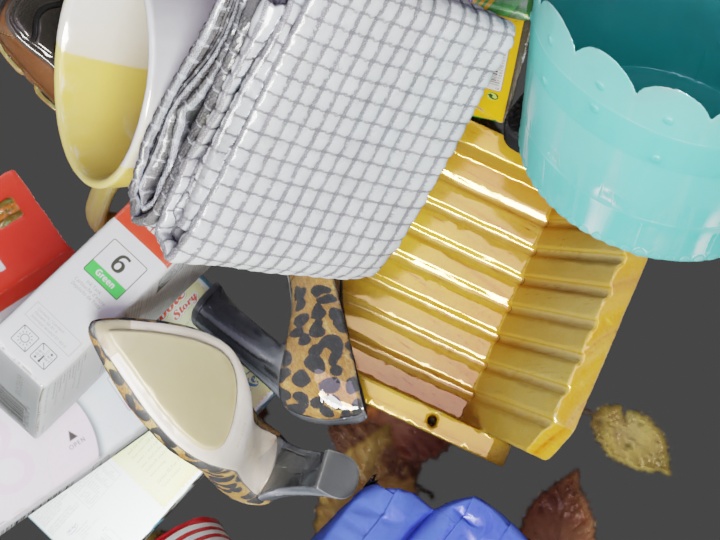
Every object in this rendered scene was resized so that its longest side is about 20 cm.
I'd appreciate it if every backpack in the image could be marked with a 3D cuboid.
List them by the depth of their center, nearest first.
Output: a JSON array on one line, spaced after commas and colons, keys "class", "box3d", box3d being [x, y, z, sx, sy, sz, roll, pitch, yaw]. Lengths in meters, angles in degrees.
[{"class": "backpack", "box3d": [0.034, 0.225, 1.091, 0.168, 0.200, 0.162, 43, 72, 8]}]

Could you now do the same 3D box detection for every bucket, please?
[{"class": "bucket", "box3d": [0.191, -0.116, 1.028, 0.205, 0.136, 0.209, 5, 48, -5]}]

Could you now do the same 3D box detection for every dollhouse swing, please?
[{"class": "dollhouse swing", "box3d": [0.072, 0.008, 1.119, 0.180, 0.176, 0.202, 24, 87, 2]}]

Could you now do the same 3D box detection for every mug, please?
[{"class": "mug", "box3d": [-0.105, -0.119, 1.100, 0.152, 0.186, 0.151, 0, 70, -32]}]

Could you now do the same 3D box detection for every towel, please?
[{"class": "towel", "box3d": [-0.028, -0.096, 1.002, 0.086, 0.164, 0.201, 48, 119, 41]}]

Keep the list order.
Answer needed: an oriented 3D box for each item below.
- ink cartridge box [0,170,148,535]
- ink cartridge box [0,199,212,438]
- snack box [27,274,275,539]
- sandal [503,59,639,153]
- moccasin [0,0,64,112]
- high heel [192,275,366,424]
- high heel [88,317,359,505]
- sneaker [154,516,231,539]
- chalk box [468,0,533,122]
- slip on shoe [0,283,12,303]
[{"class": "ink cartridge box", "box3d": [-0.233, 0.049, 1.124, 0.162, 0.057, 0.201, -35, 89, -20]}, {"class": "ink cartridge box", "box3d": [-0.148, 0.007, 1.078, 0.050, 0.109, 0.200, 41, 66, 5]}, {"class": "snack box", "box3d": [-0.150, 0.102, 1.183, 0.116, 0.037, 0.200, 43, 87, 3]}, {"class": "sandal", "box3d": [0.157, -0.127, 1.163, 0.075, 0.045, 0.200, 20, 49, 27]}, {"class": "moccasin", "box3d": [-0.170, -0.112, 1.183, 0.201, 0.078, 0.074, 36, 70, -15]}, {"class": "high heel", "box3d": [0.000, 0.000, 1.129, 0.142, 0.071, 0.200, 36, 82, 28]}, {"class": "high heel", "box3d": [-0.110, 0.090, 1.073, 0.199, 0.142, 0.072, 36, 68, -25]}, {"class": "sneaker", "box3d": [-0.110, 0.256, 1.163, 0.078, 0.116, 0.202, 9, 116, -22]}, {"class": "chalk box", "box3d": [0.063, -0.224, 1.147, 0.122, 0.125, 0.202, 12, 61, 2]}, {"class": "slip on shoe", "box3d": [-0.271, 0.104, 1.170, 0.060, 0.076, 0.201, 29, 79, 9]}]
